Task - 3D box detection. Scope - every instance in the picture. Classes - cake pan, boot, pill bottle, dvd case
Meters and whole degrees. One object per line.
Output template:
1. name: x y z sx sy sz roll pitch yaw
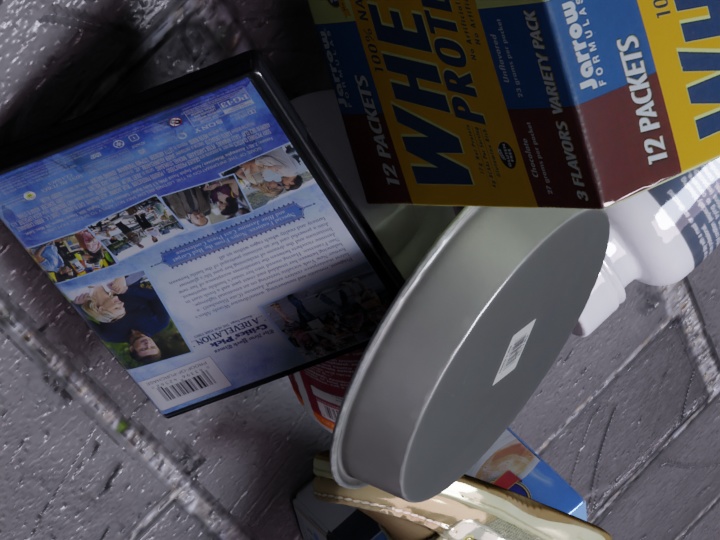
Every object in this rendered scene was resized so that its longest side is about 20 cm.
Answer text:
1. cake pan: 0.060 0.033 1.242 0.200 0.037 0.201 -48 160 -24
2. boot: 0.040 0.191 1.408 0.199 0.072 0.155 22 86 -34
3. pill bottle: 0.000 0.000 1.296 0.109 0.110 0.200 -40 151 -14
4. dvd case: -0.071 -0.011 1.165 0.142 0.018 0.200 -20 138 12
5. pill bottle: 0.166 -0.063 1.419 0.200 0.120 0.120 -44 151 -7

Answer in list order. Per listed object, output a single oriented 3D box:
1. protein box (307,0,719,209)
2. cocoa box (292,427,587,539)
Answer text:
1. protein box: 0.111 -0.125 1.133 0.199 0.198 0.136 -24 104 -27
2. cocoa box: 0.058 0.190 1.590 0.133 0.131 0.200 -38 150 -17
